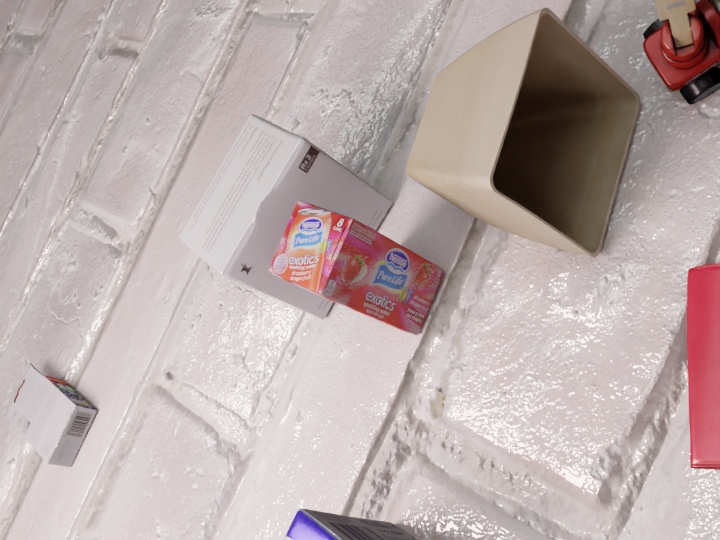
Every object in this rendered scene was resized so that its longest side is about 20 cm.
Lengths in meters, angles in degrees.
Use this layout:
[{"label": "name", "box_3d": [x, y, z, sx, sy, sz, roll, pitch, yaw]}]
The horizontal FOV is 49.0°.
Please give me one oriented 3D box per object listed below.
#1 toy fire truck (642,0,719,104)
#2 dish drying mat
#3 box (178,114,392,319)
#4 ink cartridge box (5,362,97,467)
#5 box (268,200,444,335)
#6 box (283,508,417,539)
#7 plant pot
[{"label": "toy fire truck", "box_3d": [0.355, -0.272, 0.771, 0.176, 0.200, 0.129, -33, 79, 23]}, {"label": "dish drying mat", "box_3d": [0.355, 0.089, 0.761, 0.076, 0.018, 0.202, -8, 67, 37]}, {"label": "box", "box_3d": [-0.099, -0.069, 1.074, 0.130, 0.200, 0.200, 33, 93, 44]}, {"label": "ink cartridge box", "box_3d": [-0.551, 0.252, 1.401, 0.199, 0.050, 0.110, 23, 87, 43]}, {"label": "box", "box_3d": [0.000, 0.000, 0.962, 0.099, 0.200, 0.096, 22, 87, 42]}, {"label": "box", "box_3d": [-0.022, 0.371, 0.830, 0.105, 0.184, 0.201, 23, 86, 41]}, {"label": "plant pot", "box_3d": [0.171, -0.148, 0.906, 0.177, 0.199, 0.201, 8, 76, 52]}]
